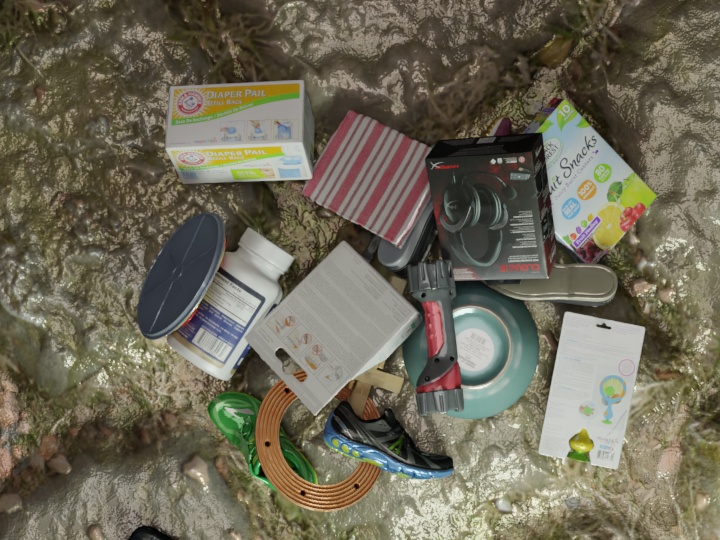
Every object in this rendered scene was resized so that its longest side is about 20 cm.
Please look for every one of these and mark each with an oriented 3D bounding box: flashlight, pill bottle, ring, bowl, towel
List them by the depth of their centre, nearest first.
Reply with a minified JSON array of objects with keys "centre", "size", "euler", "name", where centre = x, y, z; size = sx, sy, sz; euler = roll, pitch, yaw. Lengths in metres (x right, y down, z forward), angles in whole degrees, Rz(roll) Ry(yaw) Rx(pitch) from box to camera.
[{"centre":[0.096,0.090,1.549],"size":[0.067,0.067,0.203],"euler":[-12,83,33],"name":"flashlight"},{"centre":[0.154,0.107,1.627],"size":[0.197,0.105,0.204],"euler":[-1,84,5],"name":"bowl"},{"centre":[-0.057,0.237,1.635],"size":[0.198,0.019,0.203],"euler":[10,65,-22],"name":"ring"},{"centre":[-0.180,0.045,1.658],"size":[0.110,0.111,0.201],"euler":[33,88,7],"name":"pill bottle"},{"centre":[0.022,-0.132,1.660],"size":[0.199,0.030,0.148],"euler":[29,87,31],"name":"towel"}]

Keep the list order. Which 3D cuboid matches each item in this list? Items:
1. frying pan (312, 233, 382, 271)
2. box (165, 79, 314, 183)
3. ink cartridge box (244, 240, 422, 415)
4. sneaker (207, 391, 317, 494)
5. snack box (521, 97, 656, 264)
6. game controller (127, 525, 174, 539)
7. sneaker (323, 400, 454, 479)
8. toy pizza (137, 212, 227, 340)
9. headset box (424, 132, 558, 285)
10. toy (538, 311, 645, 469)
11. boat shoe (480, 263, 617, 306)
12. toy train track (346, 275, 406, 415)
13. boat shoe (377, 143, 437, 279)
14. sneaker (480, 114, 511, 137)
[{"centre":[-0.017,-0.002,1.686],"size":[0.113,0.031,0.193],"euler":[9,84,3],"name":"frying pan"},{"centre":[-0.171,-0.197,1.666],"size":[0.197,0.113,0.103],"euler":[-2,67,6],"name":"box"},{"centre":[-0.037,0.082,1.617],"size":[0.200,0.050,0.161],"euler":[-45,66,-3],"name":"ink cartridge box"},{"centre":[-0.137,0.247,1.651],"size":[0.200,0.084,0.074],"euler":[43,90,8],"name":"sneaker"},{"centre":[0.297,-0.120,1.624],"size":[0.200,0.053,0.143],"euler":[42,88,-16],"name":"snack box"},{"centre":[-0.260,0.455,1.673],"size":[0.198,0.042,0.105],"euler":[29,103,7],"name":"game controller"},{"centre":[0.046,0.239,1.626],"size":[0.197,0.071,0.084],"euler":[24,73,-10],"name":"sneaker"},{"centre":[-0.248,0.010,1.648],"size":[0.032,0.200,0.202],"euler":[32,89,-31],"name":"toy pizza"},{"centre":[0.179,-0.074,1.561],"size":[0.147,0.077,0.203],"euler":[-1,115,22],"name":"headset box"},{"centre":[0.322,0.167,1.635],"size":[0.113,0.047,0.203],"euler":[11,90,3],"name":"toy"},{"centre":[0.259,0.019,1.632],"size":[0.197,0.063,0.074],"euler":[7,70,12],"name":"boat shoe"},{"centre":[0.018,0.106,1.664],"size":[0.113,0.032,0.203],"euler":[19,89,-22],"name":"toy train track"},{"centre":[0.094,-0.083,1.656],"size":[0.073,0.068,0.202],"euler":[11,74,40],"name":"boat shoe"},{"centre":[0.191,-0.118,1.664],"size":[0.089,0.075,0.202],"euler":[21,93,-2],"name":"sneaker"}]
